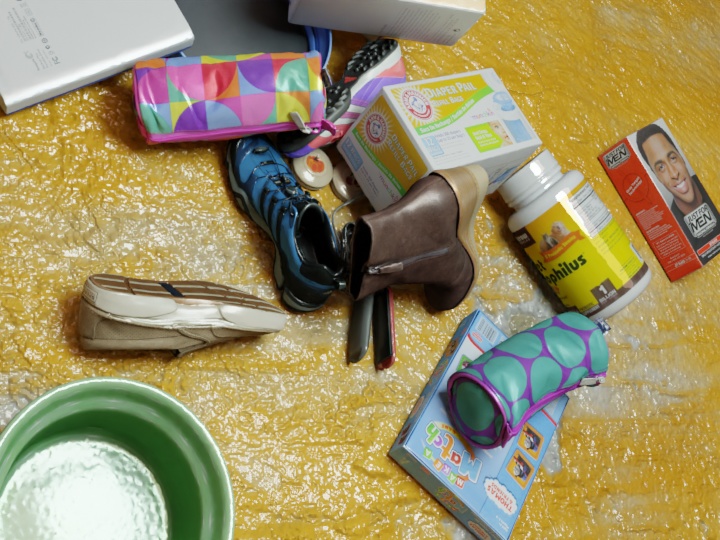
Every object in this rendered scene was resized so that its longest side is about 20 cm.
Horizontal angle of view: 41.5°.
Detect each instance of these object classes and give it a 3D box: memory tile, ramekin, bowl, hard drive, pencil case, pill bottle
[{"bbox_3d":[0.012,-0.138,1.089,0.197,0.017,0.156,18,60,-25],"label":"memory tile"},{"bbox_3d":[-0.205,0.194,0.738,0.196,0.097,0.204,14,62,-27],"label":"ramekin"},{"bbox_3d":[-0.127,-0.266,1.031,0.197,0.039,0.205,11,64,-23],"label":"bowl"},{"bbox_3d":[-0.277,-0.243,0.914,0.198,0.025,0.133,-28,83,-28],"label":"hard drive"},{"bbox_3d":[0.180,0.112,0.994,0.198,0.086,0.092,-22,51,-38],"label":"pencil case"},{"bbox_3d":[-0.124,-0.168,0.929,0.195,0.089,0.090,-5,68,-7],"label":"pencil case"},{"bbox_3d":[0.252,-0.042,1.144,0.109,0.109,0.201,-37,90,-39],"label":"pill bottle"}]

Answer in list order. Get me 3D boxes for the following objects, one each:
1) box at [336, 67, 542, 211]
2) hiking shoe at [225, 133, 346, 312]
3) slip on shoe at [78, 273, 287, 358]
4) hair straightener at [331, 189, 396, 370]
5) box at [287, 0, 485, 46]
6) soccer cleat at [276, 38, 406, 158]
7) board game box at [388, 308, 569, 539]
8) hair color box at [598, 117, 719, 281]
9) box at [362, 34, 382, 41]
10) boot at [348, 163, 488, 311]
[{"bbox_3d":[0.088,-0.139,1.048,0.198,0.101,0.114,-20,73,-44],"label":"box"},{"bbox_3d":[-0.068,-0.063,0.956,0.074,0.086,0.203,-21,81,-38],"label":"hiking shoe"},{"bbox_3d":[-0.160,0.048,0.865,0.197,0.076,0.062,7,104,-40],"label":"slip on shoe"},{"bbox_3d":[0.000,0.000,0.998,0.076,0.041,0.205,13,67,-28],"label":"hair straightener"},{"bbox_3d":[0.028,-0.343,1.017,0.195,0.106,0.156,4,83,-15],"label":"box"},{"bbox_3d":[-0.013,-0.175,1.042,0.200,0.067,0.074,-49,131,-30],"label":"soccer cleat"},{"bbox_3d":[0.132,0.164,1.015,0.151,0.036,0.201,43,51,-9],"label":"board game box"},{"bbox_3d":[0.425,-0.099,1.316,0.101,0.061,0.202,-27,84,-38],"label":"hair color box"},{"bbox_3d":[0.051,-0.396,1.175,0.128,0.109,0.200,47,51,-5],"label":"box"},{"bbox_3d":[0.049,-0.010,0.964,0.165,0.203,0.072,-28,54,-31],"label":"boot"}]
